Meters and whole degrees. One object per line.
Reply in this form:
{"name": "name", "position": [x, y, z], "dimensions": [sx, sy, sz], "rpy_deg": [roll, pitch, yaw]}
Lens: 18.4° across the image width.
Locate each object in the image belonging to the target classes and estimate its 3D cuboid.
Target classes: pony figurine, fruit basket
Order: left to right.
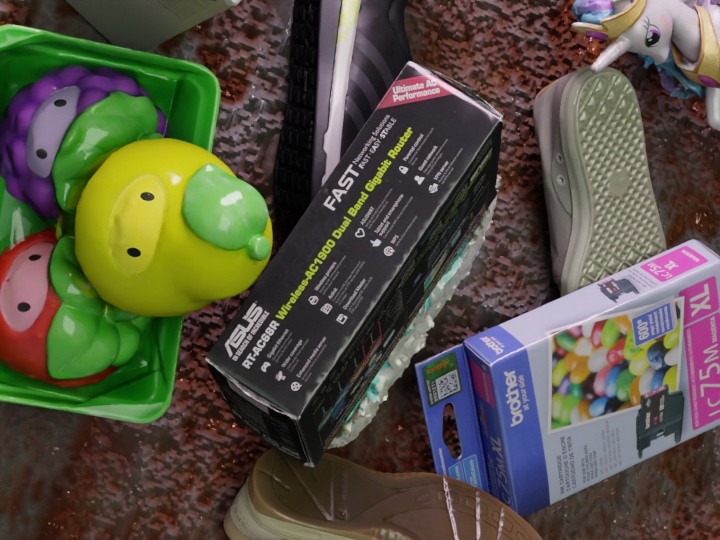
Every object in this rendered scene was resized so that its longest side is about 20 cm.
{"name": "fruit basket", "position": [-0.139, -0.023, 1.189], "dimensions": [0.155, 0.216, 0.216], "rpy_deg": [10, 84, -18]}
{"name": "pony figurine", "position": [0.226, -0.174, 1.341], "dimensions": [0.200, 0.167, 0.193], "rpy_deg": [23, 73, -24]}

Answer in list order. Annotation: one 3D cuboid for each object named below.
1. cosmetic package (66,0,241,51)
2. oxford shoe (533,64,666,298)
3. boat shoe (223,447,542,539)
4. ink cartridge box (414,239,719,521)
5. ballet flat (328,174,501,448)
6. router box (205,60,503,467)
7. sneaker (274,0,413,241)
{"name": "cosmetic package", "position": [-0.096, -0.190, 1.211], "dimensions": [0.085, 0.200, 0.108], "rpy_deg": [41, 73, -15]}
{"name": "oxford shoe", "position": [0.144, -0.031, 1.372], "dimensions": [0.075, 0.058, 0.200], "rpy_deg": [-16, 109, -28]}
{"name": "boat shoe", "position": [0.018, 0.161, 1.314], "dimensions": [0.200, 0.065, 0.072], "rpy_deg": [17, 46, -18]}
{"name": "ink cartridge box", "position": [0.134, 0.072, 1.346], "dimensions": [0.200, 0.042, 0.119], "rpy_deg": [-21, 122, -17]}
{"name": "ballet flat", "position": [0.017, 0.019, 1.320], "dimensions": [0.072, 0.072, 0.200], "rpy_deg": [36, 79, -15]}
{"name": "router box", "position": [0.000, 0.000, 1.213], "dimensions": [0.062, 0.150, 0.200], "rpy_deg": [33, 79, 10]}
{"name": "sneaker", "position": [0.003, -0.099, 1.312], "dimensions": [0.083, 0.072, 0.200], "rpy_deg": [8, 85, -21]}
